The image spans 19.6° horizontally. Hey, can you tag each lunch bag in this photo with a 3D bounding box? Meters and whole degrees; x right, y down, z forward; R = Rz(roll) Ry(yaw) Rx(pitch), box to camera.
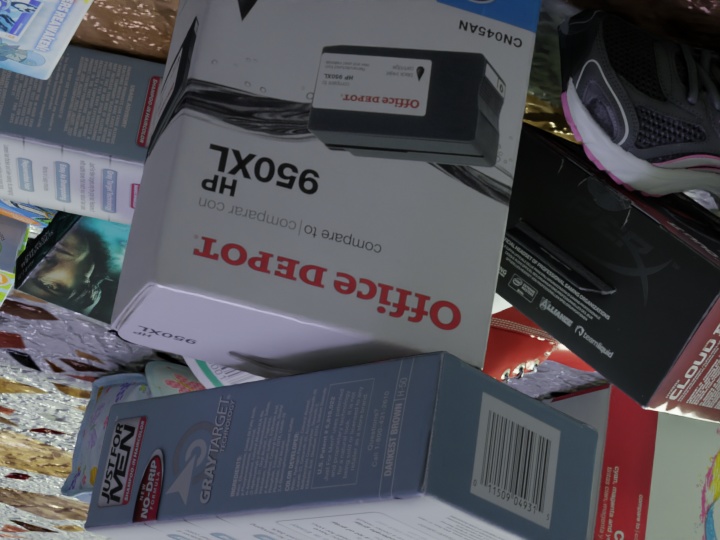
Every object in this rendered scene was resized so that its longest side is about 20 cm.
[{"bbox_3d":[-0.118,0.147,1.631,0.169,0.127,0.200,20,168,-20],"label":"lunch bag"}]

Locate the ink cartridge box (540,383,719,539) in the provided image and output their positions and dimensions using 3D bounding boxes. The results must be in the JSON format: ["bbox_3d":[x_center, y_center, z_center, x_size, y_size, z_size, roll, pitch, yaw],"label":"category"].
[{"bbox_3d":[0.214,0.186,1.535,0.200,0.145,0.145,19,159,-25],"label":"ink cartridge box"}]

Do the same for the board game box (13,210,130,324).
[{"bbox_3d":[-0.091,0.000,1.267,0.200,0.028,0.135,22,134,-28],"label":"board game box"}]

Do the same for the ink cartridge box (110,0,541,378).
[{"bbox_3d":[-0.011,-0.057,0.881,0.144,0.200,0.084,14,161,-13],"label":"ink cartridge box"}]

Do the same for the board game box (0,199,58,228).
[{"bbox_3d":[-0.128,-0.028,1.295,0.200,0.019,0.103,20,156,-27],"label":"board game box"}]

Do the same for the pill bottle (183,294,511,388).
[{"bbox_3d":[0.000,0.000,1.138,0.200,0.113,0.113,-21,145,36],"label":"pill bottle"}]

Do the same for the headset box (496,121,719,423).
[{"bbox_3d":[0.136,0.004,1.005,0.149,0.075,0.200,39,-167,31],"label":"headset box"}]

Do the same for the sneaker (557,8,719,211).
[{"bbox_3d":[0.175,-0.076,0.956,0.200,0.080,0.086,21,141,-38],"label":"sneaker"}]

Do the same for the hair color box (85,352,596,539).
[{"bbox_3d":[-0.011,0.088,0.874,0.200,0.061,0.099,-12,150,43],"label":"hair color box"}]

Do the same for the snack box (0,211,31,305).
[{"bbox_3d":[-0.323,-0.026,1.348,0.200,0.053,0.142,16,161,-14],"label":"snack box"}]

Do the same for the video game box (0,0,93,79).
[{"bbox_3d":[-0.201,-0.160,0.922,0.182,0.047,0.200,18,160,-15],"label":"video game box"}]

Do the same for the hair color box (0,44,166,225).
[{"bbox_3d":[-0.185,-0.081,1.115,0.200,0.061,0.099,12,161,-3],"label":"hair color box"}]

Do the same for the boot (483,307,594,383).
[{"bbox_3d":[0.078,0.064,1.264,0.200,0.144,0.072,24,155,-38],"label":"boot"}]
